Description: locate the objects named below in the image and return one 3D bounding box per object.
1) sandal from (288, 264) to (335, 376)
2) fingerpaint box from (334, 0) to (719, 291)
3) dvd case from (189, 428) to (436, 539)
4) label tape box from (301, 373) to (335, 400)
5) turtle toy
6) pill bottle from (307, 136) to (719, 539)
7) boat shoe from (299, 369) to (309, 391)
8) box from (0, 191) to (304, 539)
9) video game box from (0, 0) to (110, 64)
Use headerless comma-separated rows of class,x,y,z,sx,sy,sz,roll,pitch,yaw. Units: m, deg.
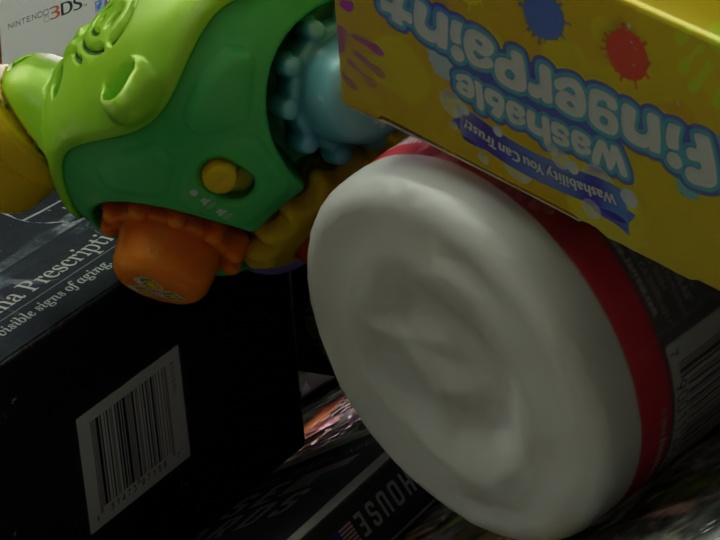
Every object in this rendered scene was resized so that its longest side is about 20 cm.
sandal,-0.001,0.000,0.919,0.201,0.080,0.058,101,-176,-78
fingerpaint box,0.120,-0.067,0.611,0.200,0.074,0.167,30,49,35
dvd case,-0.061,0.107,0.787,0.150,0.025,0.200,-25,9,39
label tape box,-0.055,0.031,1.180,0.200,0.066,0.143,-34,7,-18
turtle toy,-0.018,-0.053,0.749,0.146,0.101,0.200,-40,-8,25
pill bottle,0.091,-0.022,0.705,0.200,0.111,0.111,-34,7,-31
boat shoe,-0.121,0.043,1.002,0.072,0.200,0.061,-102,25,-48
box,-0.147,0.037,0.809,0.182,0.104,0.200,9,27,29
video game box,-0.006,-0.098,0.987,0.182,0.047,0.200,-18,-16,37
